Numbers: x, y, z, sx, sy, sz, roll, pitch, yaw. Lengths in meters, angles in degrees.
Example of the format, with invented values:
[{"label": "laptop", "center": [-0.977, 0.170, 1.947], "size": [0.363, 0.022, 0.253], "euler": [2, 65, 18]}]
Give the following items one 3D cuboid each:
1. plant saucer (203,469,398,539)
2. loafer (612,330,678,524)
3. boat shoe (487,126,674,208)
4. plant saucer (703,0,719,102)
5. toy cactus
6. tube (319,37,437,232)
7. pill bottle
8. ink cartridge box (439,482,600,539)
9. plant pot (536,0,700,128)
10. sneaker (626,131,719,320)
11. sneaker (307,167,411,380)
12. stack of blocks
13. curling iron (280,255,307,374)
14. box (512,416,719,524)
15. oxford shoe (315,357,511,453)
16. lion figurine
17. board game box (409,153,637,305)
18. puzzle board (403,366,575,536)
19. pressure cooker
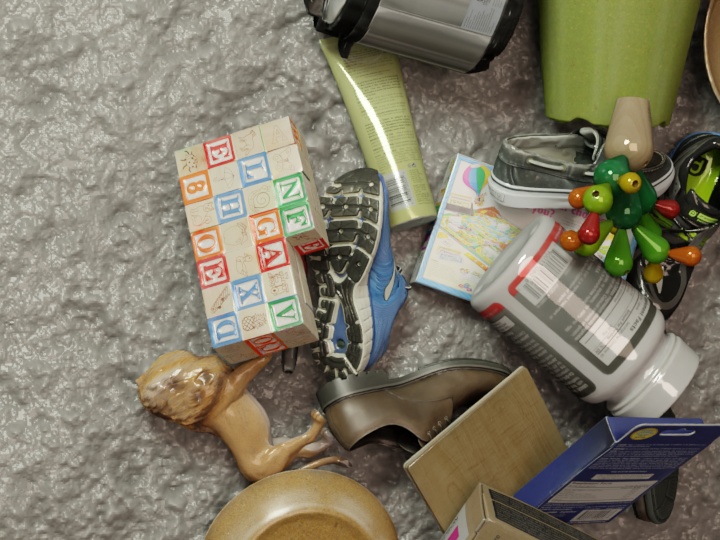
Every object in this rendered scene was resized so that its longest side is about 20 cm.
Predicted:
[{"label": "plant saucer", "center": [-0.053, 0.288, 1.617], "size": [0.200, 0.035, 0.200], "euler": [-3, 101, -15]}, {"label": "loafer", "center": [0.276, 0.151, 1.716], "size": [0.072, 0.063, 0.200], "euler": [-1, 90, -54]}, {"label": "boat shoe", "center": [0.220, -0.102, 1.655], "size": [0.200, 0.072, 0.071], "euler": [-8, 130, -24]}, {"label": "plant saucer", "center": [0.416, -0.228, 1.740], "size": [0.200, 0.035, 0.200], "euler": [-2, 93, -28]}, {"label": "toy cactus", "center": [0.250, -0.077, 1.579], "size": [0.200, 0.102, 0.165], "euler": [13, 80, -54]}, {"label": "tube", "center": [0.024, -0.138, 1.668], "size": [0.058, 0.052, 0.200], "euler": [-6, 77, -56]}, {"label": "pill bottle", "center": [0.212, 0.052, 1.620], "size": [0.200, 0.114, 0.114], "euler": [40, 80, -4]}, {"label": "ink cartridge box", "center": [0.132, 0.322, 1.619], "size": [0.165, 0.075, 0.200], "euler": [28, 110, -12]}, {"label": "plant pot", "center": [0.247, -0.236, 1.666], "size": [0.200, 0.200, 0.190], "euler": [1, 101, -13]}, {"label": "sneaker", "center": [0.318, -0.047, 1.712], "size": [0.071, 0.083, 0.200], "euler": [22, 86, -10]}, {"label": "sneaker", "center": [0.000, 0.000, 1.637], "size": [0.079, 0.089, 0.200], "euler": [12, 104, 29]}, {"label": "stack of blocks", "center": [-0.092, -0.028, 1.575], "size": [0.115, 0.059, 0.200], "euler": [-16, 69, 8]}, {"label": "curling iron", "center": [-0.065, 0.001, 1.616], "size": [0.026, 0.050, 0.200], "euler": [-1, 70, 15]}, {"label": "box", "center": [0.241, 0.181, 1.612], "size": [0.121, 0.200, 0.032], "euler": [4, 56, -34]}, {"label": "oxford shoe", "center": [0.060, 0.135, 1.636], "size": [0.200, 0.073, 0.084], "euler": [-11, 65, -23]}, {"label": "lion figurine", "center": [-0.109, 0.144, 1.613], "size": [0.122, 0.072, 0.200], "euler": [-40, 99, -8]}, {"label": "board game box", "center": [0.164, -0.018, 1.692], "size": [0.200, 0.034, 0.135], "euler": [20, 84, -7]}, {"label": "puzzle board", "center": [0.136, 0.207, 1.654], "size": [0.151, 0.017, 0.200], "euler": [-39, 125, -15]}, {"label": "pressure cooker", "center": [0.046, -0.289, 1.606], "size": [0.200, 0.179, 0.176], "euler": [13, 77, -14]}]
